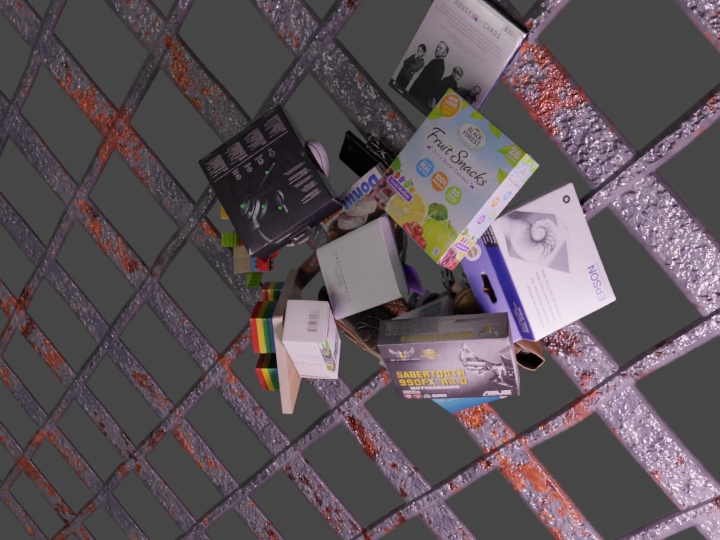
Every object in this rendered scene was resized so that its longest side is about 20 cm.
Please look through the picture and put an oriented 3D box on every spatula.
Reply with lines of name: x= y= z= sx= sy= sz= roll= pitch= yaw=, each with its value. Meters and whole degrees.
spatula: x=0.071 y=-0.049 z=1.293 sx=0.056 sy=0.020 sz=0.204 roll=21 pitch=130 yaw=45

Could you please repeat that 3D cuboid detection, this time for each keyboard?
keyboard: x=0.052 y=-0.165 z=1.335 sx=0.199 sy=0.040 sz=0.104 roll=42 pitch=151 yaw=7

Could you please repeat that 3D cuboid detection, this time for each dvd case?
dvd case: x=0.144 y=-0.321 z=1.196 sx=0.150 sy=0.025 sz=0.201 roll=41 pitch=127 yaw=10

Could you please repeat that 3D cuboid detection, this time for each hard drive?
hard drive: x=0.000 y=0.000 z=1.355 sx=0.199 sy=0.025 sz=0.135 roll=-22 pitch=82 yaw=53

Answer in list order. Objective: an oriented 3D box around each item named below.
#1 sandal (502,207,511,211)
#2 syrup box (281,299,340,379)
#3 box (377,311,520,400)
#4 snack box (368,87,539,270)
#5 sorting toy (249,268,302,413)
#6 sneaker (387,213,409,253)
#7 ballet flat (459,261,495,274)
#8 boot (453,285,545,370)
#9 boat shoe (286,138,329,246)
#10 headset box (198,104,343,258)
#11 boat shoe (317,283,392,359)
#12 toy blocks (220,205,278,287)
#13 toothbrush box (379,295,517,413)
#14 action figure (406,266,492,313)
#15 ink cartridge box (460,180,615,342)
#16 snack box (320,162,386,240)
sandal: x=0.252 y=0.001 z=1.253 sx=0.054 sy=0.081 sz=0.203 roll=-12 pitch=104 yaw=57
syrup box: x=-0.086 y=0.130 z=1.441 sx=0.079 sy=0.080 sz=0.201 roll=2 pitch=155 yaw=8
box: x=0.138 y=0.134 z=1.202 sx=0.195 sy=0.049 sz=0.160 roll=-4 pitch=140 yaw=15
snack box: x=0.134 y=-0.134 z=1.160 sx=0.169 sy=0.067 sz=0.201 roll=46 pitch=103 yaw=28
sorting toy: x=-0.156 y=0.130 z=1.491 sx=0.068 sy=0.201 sz=0.203 roll=-1 pitch=115 yaw=5
sneaker: x=0.025 y=-0.043 z=1.376 sx=0.089 sy=0.067 sz=0.203 roll=38 pitch=131 yaw=26
ballet flat: x=0.145 y=-0.068 z=1.251 sx=0.201 sy=0.075 sz=0.064 roll=49 pitch=161 yaw=10
boot: x=0.227 y=0.091 z=1.248 sx=0.198 sy=0.076 sz=0.074 roll=33 pitch=113 yaw=-31
boat shoe: x=-0.108 y=-0.136 z=1.423 sx=0.071 sy=0.066 sz=0.203 roll=29 pitch=125 yaw=18
headset box: x=-0.147 y=-0.141 z=1.336 sx=0.172 sy=0.093 sz=0.202 roll=-33 pitch=82 yaw=7
boat shoe: x=0.003 y=0.101 z=1.472 sx=0.199 sy=0.076 sz=0.074 roll=42 pitch=159 yaw=12
toy blocks: x=-0.185 y=-0.074 z=1.448 sx=0.136 sy=0.098 sz=0.205 roll=-5 pitch=86 yaw=57
toothbrush box: x=0.150 y=0.146 z=1.323 sx=0.199 sy=0.087 sz=0.145 roll=35 pitch=137 yaw=-31
action figure: x=0.162 y=0.052 z=1.327 sx=0.130 sy=0.070 sz=0.199 roll=47 pitch=140 yaw=-15
ink cartridge box: x=0.263 y=-0.003 z=1.189 sx=0.197 sy=0.041 sz=0.203 roll=-26 pitch=101 yaw=-3
snack box: x=-0.003 y=-0.111 z=1.370 sx=0.072 sy=0.024 sz=0.199 roll=53 pitch=140 yaw=-3
